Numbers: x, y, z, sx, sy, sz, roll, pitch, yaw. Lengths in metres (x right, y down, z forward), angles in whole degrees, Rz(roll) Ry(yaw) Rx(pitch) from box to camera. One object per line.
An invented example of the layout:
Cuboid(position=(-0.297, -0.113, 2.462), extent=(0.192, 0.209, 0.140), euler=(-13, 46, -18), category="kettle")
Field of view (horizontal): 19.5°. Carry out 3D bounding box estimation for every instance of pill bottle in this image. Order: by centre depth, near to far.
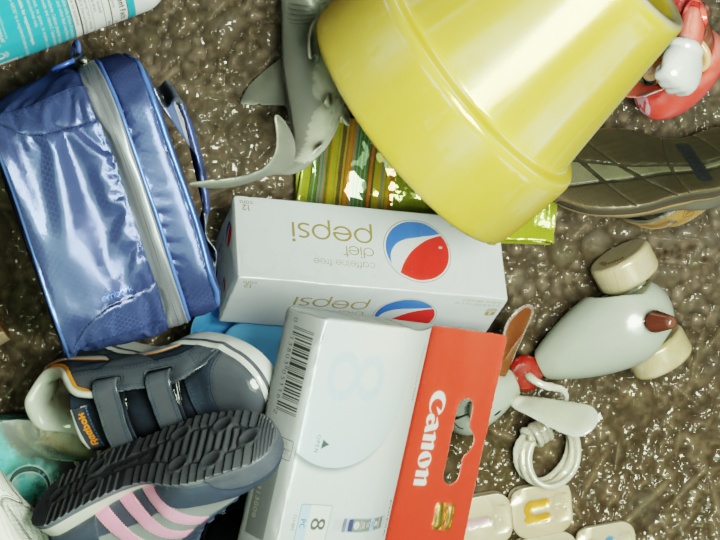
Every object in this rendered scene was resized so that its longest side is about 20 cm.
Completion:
Cuboid(position=(-0.203, -0.208, 1.382), extent=(0.198, 0.111, 0.112), euler=(-22, 105, -9), category="pill bottle")

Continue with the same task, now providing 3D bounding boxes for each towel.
Cuboid(position=(0.050, -0.064, 1.518), extent=(0.198, 0.018, 0.087), euler=(2, 101, -14), category="towel")

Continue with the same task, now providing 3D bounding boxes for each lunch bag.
Cuboid(position=(-0.169, -0.055, 1.406), extent=(0.131, 0.136, 0.202), euler=(-19, 103, -9), category="lunch bag")

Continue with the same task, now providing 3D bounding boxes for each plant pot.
Cuboid(position=(0.103, -0.151, 1.391), extent=(0.188, 0.201, 0.201), euler=(-38, 108, 19), category="plant pot")

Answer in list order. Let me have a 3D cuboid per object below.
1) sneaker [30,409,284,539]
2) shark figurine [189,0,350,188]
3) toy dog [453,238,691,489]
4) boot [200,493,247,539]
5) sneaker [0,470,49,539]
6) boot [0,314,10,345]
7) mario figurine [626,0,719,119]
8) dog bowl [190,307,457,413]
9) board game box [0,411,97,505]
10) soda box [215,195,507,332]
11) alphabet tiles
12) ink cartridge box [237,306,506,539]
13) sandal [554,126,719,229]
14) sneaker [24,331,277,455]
Cuboid(position=(-0.118, 0.151, 1.365), extent=(0.199, 0.070, 0.082), euler=(-19, 120, 32), category="sneaker")
Cuboid(position=(-0.053, -0.118, 1.442), extent=(0.089, 0.216, 0.128), euler=(-10, 141, 26), category="shark figurine")
Cuboid(position=(0.160, 0.065, 1.524), extent=(0.132, 0.096, 0.200), euler=(41, 88, -10), category="toy dog")
Cuboid(position=(-0.084, 0.170, 1.451), extent=(0.076, 0.168, 0.202), euler=(-23, 105, -9), category="boot")
Cuboid(position=(-0.200, 0.197, 1.456), extent=(0.082, 0.078, 0.200), euler=(-48, 115, -12), category="sneaker")
Cuboid(position=(-0.333, -0.008, 1.411), extent=(0.107, 0.075, 0.201), euler=(-31, 107, -1), category="boot")
Cuboid(position=(0.202, -0.197, 1.474), extent=(0.105, 0.124, 0.202), euler=(8, 124, 21), category="mario figurine")
Cuboid(position=(-0.028, 0.074, 1.478), extent=(0.198, 0.112, 0.050), euler=(5, 126, -18), category="dog bowl")
Cuboid(position=(-0.242, 0.200, 1.492), extent=(0.134, 0.028, 0.202), euler=(-3, 101, -12), category="board game box")
Cuboid(position=(0.000, 0.000, 1.477), extent=(0.198, 0.064, 0.069), euler=(5, 58, -16), category="soda box")
Cuboid(position=(0.122, 0.262, 1.597), extent=(0.194, 0.015, 0.202), euler=(-10, 103, -14), category="alphabet tiles")
Cuboid(position=(0.022, 0.115, 1.395), extent=(0.199, 0.047, 0.162), euler=(8, 96, -39), category="ink cartridge box")
Cuboid(position=(0.222, -0.065, 1.540), extent=(0.198, 0.082, 0.055), euler=(-9, 139, -22), category="sandal")
Cuboid(position=(-0.142, 0.090, 1.404), extent=(0.079, 0.199, 0.079), euler=(-39, 118, -42), category="sneaker")
